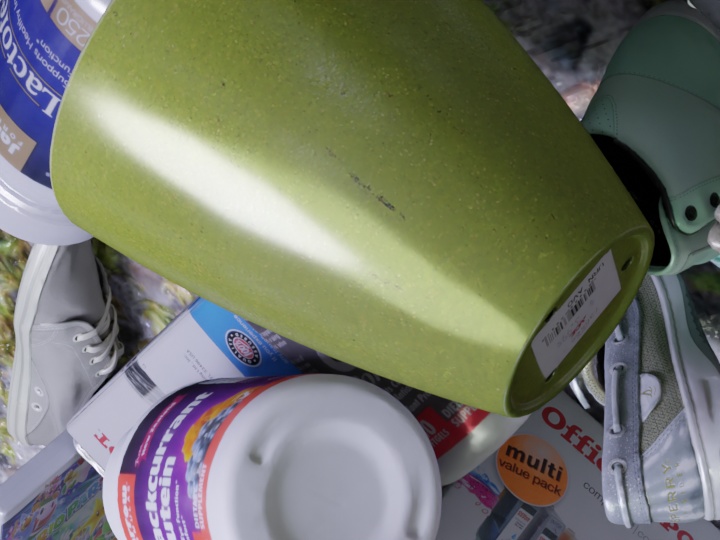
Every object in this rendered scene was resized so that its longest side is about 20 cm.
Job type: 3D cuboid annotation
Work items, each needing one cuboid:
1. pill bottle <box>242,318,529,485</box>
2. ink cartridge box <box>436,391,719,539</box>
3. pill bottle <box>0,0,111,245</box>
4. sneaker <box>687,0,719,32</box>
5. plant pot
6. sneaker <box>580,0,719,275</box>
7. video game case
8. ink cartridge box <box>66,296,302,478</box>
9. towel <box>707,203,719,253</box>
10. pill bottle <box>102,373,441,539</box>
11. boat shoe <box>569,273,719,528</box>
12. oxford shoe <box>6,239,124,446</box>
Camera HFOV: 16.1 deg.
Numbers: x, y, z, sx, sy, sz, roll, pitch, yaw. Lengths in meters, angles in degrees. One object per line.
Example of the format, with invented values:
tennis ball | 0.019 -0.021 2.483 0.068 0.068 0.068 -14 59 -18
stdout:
pill bottle | 0.000 0.000 1.216 0.200 0.111 0.111 42 140 -6
ink cartridge box | 0.063 0.182 1.265 0.145 0.200 0.145 42 140 -1
pill bottle | -0.125 -0.102 1.236 0.116 0.116 0.200 41 140 2
sneaker | 0.127 -0.154 1.026 0.088 0.074 0.200 -21 99 49
plant pot | 0.011 -0.036 1.019 0.200 0.187 0.187 38 141 21
sneaker | 0.161 -0.007 1.086 0.200 0.118 0.074 49 138 -8
video game case | -0.171 0.158 1.476 0.018 0.143 0.200 33 139 19
ink cartridge box | -0.046 0.074 1.349 0.145 0.084 0.200 47 139 -3
towel | 0.249 -0.010 1.000 0.200 0.133 0.034 29 150 16
pill bottle | -0.052 0.106 1.205 0.111 0.111 0.200 53 158 -12
boat shoe | 0.120 0.048 1.123 0.065 0.202 0.075 -12 120 -1
oxford shoe | -0.160 0.030 1.417 0.058 0.075 0.200 18 136 7
